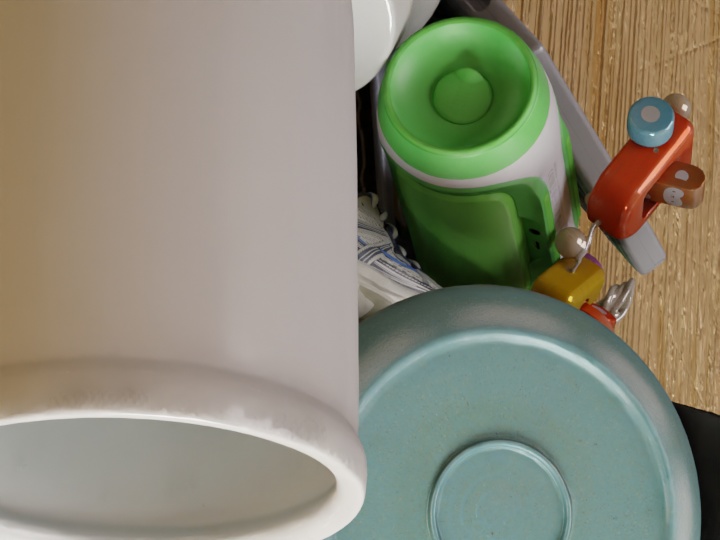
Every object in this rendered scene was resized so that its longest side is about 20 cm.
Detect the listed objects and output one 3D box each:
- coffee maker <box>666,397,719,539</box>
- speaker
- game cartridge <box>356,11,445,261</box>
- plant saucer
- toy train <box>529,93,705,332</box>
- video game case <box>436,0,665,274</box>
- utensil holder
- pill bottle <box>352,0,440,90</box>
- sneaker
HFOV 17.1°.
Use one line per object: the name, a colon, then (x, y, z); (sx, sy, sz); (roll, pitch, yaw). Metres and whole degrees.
coffee maker: (0.129, 0.164, 1.108); (0.135, 0.191, 0.201); (35, 67, -70)
speaker: (0.060, -0.043, 1.173); (0.200, 0.088, 0.089); (71, 20, -64)
game cartridge: (0.023, -0.055, 1.293); (0.133, 0.040, 0.201); (21, 63, -68)
plant saucer: (0.057, 0.105, 1.032); (0.027, 0.199, 0.202); (156, -72, -75)
toy train: (0.130, 0.011, 1.201); (0.150, 0.055, 0.200); (-48, 158, -25)
video game case: (0.086, -0.108, 1.337); (0.182, 0.022, 0.200); (54, 2, 43)
utensil holder: (-0.079, -0.012, 0.879); (0.170, 0.169, 0.201); (41, 45, -56)
pill bottle: (-0.002, -0.173, 1.172); (0.200, 0.113, 0.114); (-64, 139, -51)
sneaker: (0.000, 0.000, 1.153); (0.200, 0.077, 0.086); (27, 47, -50)
